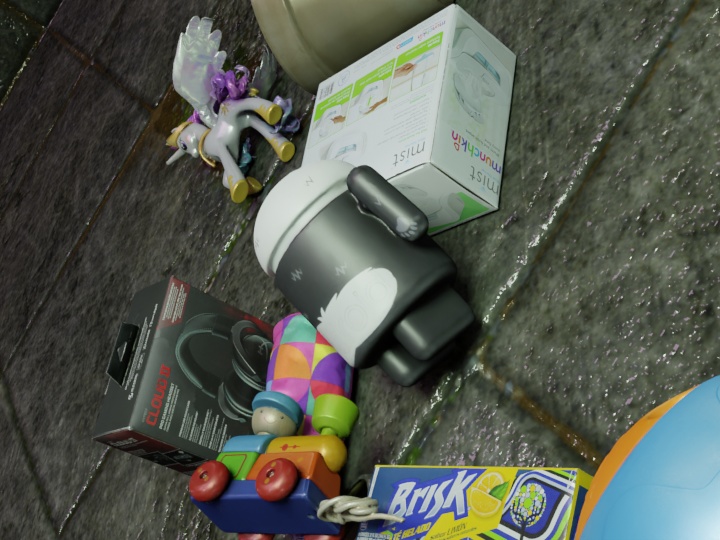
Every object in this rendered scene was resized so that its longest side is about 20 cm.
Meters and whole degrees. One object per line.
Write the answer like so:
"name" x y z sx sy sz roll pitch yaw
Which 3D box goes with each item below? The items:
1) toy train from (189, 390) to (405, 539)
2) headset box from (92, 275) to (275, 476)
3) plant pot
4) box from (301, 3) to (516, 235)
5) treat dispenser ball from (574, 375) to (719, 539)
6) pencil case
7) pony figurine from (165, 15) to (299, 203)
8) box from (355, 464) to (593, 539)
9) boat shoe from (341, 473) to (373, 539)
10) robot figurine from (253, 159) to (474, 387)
"toy train" -0.028 0.145 0.797 0.199 0.085 0.116 -10 41 36
"headset box" -0.147 0.110 0.975 0.077 0.199 0.150 -20 50 46
"plant pot" 0.002 -0.309 1.124 0.172 0.200 0.202 -14 52 27
"box" 0.037 -0.123 0.992 0.199 0.096 0.178 -21 50 45
"treat dispenser ball" 0.197 0.145 0.474 0.200 0.200 0.202 -33 42 36
"pencil case" -0.049 0.140 0.931 0.088 0.088 0.202 -26 49 42
"pony figurine" -0.161 -0.193 1.295 0.199 0.166 0.195 32 101 42
"box" 0.087 0.176 0.721 0.199 0.070 0.065 -13 54 49
"boat shoe" -0.029 0.244 0.834 0.201 0.065 0.073 -58 32 3
"robot figurine" 0.002 -0.002 0.870 0.200 0.125 0.150 45 102 15
